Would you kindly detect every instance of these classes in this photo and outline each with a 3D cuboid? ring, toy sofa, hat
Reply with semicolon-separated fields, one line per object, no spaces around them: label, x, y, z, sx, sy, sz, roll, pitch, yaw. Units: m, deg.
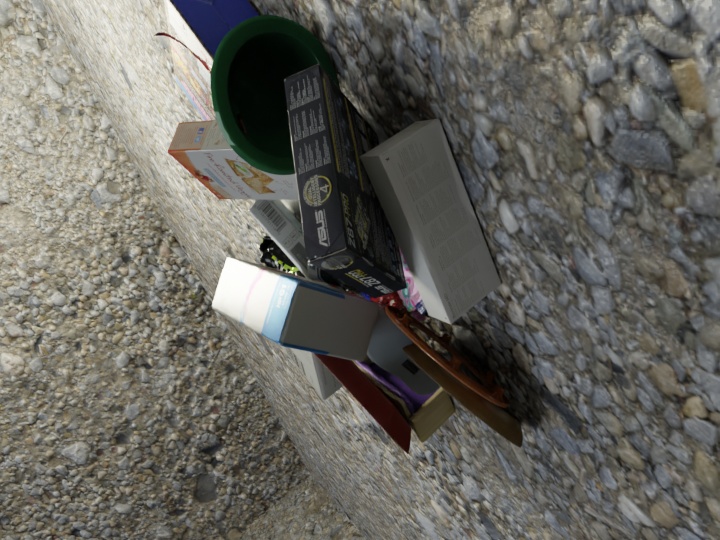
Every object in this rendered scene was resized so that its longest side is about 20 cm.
ring;0.114;0.104;0.786;0.199;0.019;0.200;37;-175;-3
toy sofa;0.065;0.196;1.061;0.199;0.082;0.099;29;151;52
hat;-0.137;-0.220;0.769;0.175;0.163;0.204;10;114;58

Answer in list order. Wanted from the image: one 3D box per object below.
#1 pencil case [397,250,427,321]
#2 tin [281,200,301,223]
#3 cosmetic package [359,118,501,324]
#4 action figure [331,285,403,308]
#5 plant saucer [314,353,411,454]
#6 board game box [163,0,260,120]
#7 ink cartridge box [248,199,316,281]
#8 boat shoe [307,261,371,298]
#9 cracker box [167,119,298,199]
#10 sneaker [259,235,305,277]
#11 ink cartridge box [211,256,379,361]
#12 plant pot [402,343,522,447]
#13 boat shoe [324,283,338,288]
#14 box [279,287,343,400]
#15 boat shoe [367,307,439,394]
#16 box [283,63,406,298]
pencil case;0.039;-0.036;0.768;0.201;0.087;0.088;52;160;15
tin;-0.093;-0.121;1.019;0.200;0.042;0.113;45;162;28
cosmetic package;0.078;-0.051;0.659;0.050;0.082;0.203;15;135;60
action figure;0.017;0.040;0.982;0.066;0.052;0.199;47;162;-21
plant saucer;0.004;0.189;0.957;0.199;0.037;0.201;43;171;27
board game box;-0.199;-0.301;0.898;0.160;0.096;0.200;53;160;8
ink cartridge box;-0.096;-0.053;1.055;0.160;0.047;0.200;47;-171;8
boat shoe;0.001;-0.003;0.846;0.067;0.075;0.199;22;-179;22
cracker box;-0.165;-0.161;0.900;0.196;0.059;0.134;3;156;28
sneaker;-0.141;-0.002;1.094;0.073;0.081;0.201;-69;28;22
ink cartridge box;-0.094;0.050;0.843;0.143;0.086;0.198;18;178;-40
plant pot;0.141;0.158;0.814;0.199;0.028;0.200;40;180;0
boat shoe;-0.078;0.038;1.111;0.070;0.066;0.201;36;-167;-43
box;-0.090;0.113;1.226;0.199;0.130;0.202;43;156;32
boat shoe;0.056;0.111;0.922;0.199;0.074;0.068;41;-172;-36
box;-0.013;-0.087;0.645;0.161;0.048;0.204;33;-135;-64
